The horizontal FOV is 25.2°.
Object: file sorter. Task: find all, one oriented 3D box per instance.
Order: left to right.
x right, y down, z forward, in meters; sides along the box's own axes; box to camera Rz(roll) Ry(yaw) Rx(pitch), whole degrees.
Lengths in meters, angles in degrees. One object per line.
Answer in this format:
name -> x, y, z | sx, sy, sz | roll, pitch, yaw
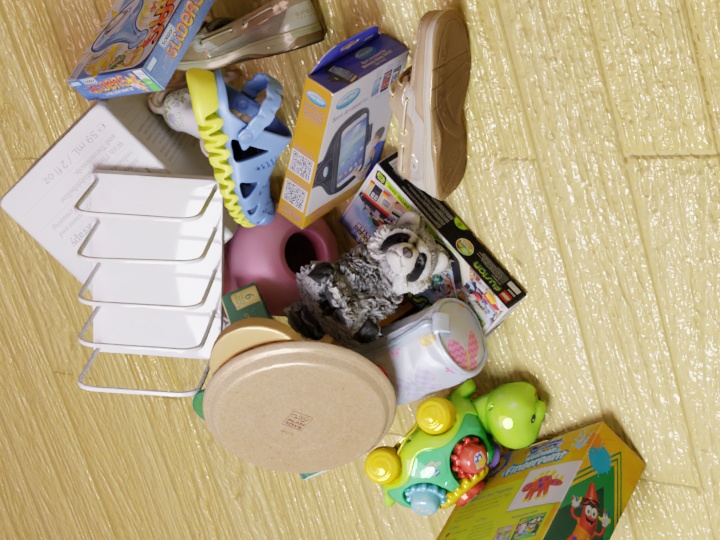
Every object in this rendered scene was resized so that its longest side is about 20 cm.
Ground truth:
file sorter -> -0.217, 0.013, 1.642 | 0.138, 0.125, 0.200 | 4, 110, 3

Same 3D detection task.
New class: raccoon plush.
raccoon plush -> 0.000, 0.000, 1.641 | 0.097, 0.134, 0.200 | 60, 159, -18

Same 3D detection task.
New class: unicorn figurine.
unicorn figurine -> -0.147, -0.160, 1.704 | 0.200, 0.137, 0.074 | 12, 118, 39

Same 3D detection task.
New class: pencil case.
pencil case -> 0.032, 0.093, 1.645 | 0.200, 0.083, 0.091 | -22, 128, 37

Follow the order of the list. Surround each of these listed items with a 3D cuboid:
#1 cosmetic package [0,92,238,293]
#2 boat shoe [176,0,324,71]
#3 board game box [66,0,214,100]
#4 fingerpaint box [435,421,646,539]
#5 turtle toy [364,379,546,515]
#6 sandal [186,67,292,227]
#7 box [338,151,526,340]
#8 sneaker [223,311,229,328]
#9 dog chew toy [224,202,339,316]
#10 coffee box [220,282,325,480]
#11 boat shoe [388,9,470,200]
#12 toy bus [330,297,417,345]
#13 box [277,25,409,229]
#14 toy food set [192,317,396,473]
cosmetic package -> -0.250, -0.082, 1.765 | 0.167, 0.166, 0.200 | -42, 102, 17
boat shoe -> -0.124, -0.250, 1.678 | 0.200, 0.073, 0.063 | -4, 106, 44
board game box -> -0.207, -0.268, 1.657 | 0.135, 0.200, 0.034 | -1, 145, 46
fingerpaint box -> 0.171, 0.255, 1.623 | 0.073, 0.167, 0.200 | 44, 143, -14
turtle toy -> 0.101, 0.181, 1.664 | 0.200, 0.146, 0.101 | -44, 77, 11
sandal -> -0.105, -0.120, 1.566 | 0.200, 0.087, 0.080 | 76, 179, -50
box -> 0.072, -0.014, 1.657 | 0.200, 0.035, 0.110 | 48, 141, 11
sneaker -> -0.143, 0.080, 1.876 | 0.092, 0.076, 0.200 | 15, 165, 26
dog chew toy -> -0.110, -0.007, 1.792 | 0.200, 0.124, 0.125 | -11, 107, 58
coffee box -> -0.087, 0.119, 1.717 | 0.200, 0.044, 0.123 | 69, 178, -49
boat shoe -> 0.059, -0.161, 1.540 | 0.069, 0.074, 0.200 | 22, 130, 28
toy bus -> 0.005, 0.104, 1.783 | 0.078, 0.065, 0.200 | 43, 139, 17
box -> -0.016, -0.146, 1.593 | 0.041, 0.119, 0.200 | 37, 138, 19
toy food set -> -0.064, 0.132, 1.600 | 0.200, 0.049, 0.198 | 10, 133, -12
